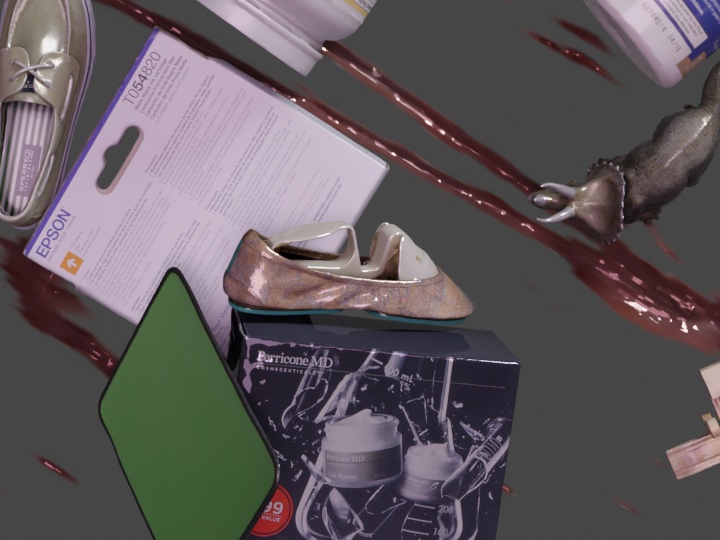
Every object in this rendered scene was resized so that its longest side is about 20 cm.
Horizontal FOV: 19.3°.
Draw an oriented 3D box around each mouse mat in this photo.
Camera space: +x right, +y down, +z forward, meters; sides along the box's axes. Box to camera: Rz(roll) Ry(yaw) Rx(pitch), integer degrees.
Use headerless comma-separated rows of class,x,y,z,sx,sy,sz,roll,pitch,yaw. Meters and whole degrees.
mouse mat,-0.124,0.119,1.486,0.007,0.201,0.161,1,136,-36

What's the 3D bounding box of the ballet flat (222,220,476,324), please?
ballet flat,0.000,0.000,1.506,0.199,0.068,0.068,3,107,-29

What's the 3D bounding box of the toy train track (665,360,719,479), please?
toy train track,0.300,0.163,1.566,0.114,0.033,0.201,-23,95,3

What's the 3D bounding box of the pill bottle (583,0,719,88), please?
pill bottle,0.256,-0.232,1.492,0.200,0.111,0.111,-41,94,4

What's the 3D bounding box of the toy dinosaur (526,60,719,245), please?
toy dinosaur,0.217,-0.077,1.511,0.199,0.102,0.077,-33,94,4

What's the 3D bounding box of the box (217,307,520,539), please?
box,-0.003,0.132,1.508,0.198,0.104,0.184,5,100,-9

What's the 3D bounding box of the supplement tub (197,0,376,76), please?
supplement tub,-0.031,-0.252,1.476,0.145,0.145,0.201,35,95,-3

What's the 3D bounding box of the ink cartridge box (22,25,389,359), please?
ink cartridge box,-0.112,-0.044,1.546,0.199,0.041,0.200,32,96,-4

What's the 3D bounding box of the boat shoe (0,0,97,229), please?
boat shoe,-0.231,-0.128,1.530,0.071,0.062,0.202,5,94,0
